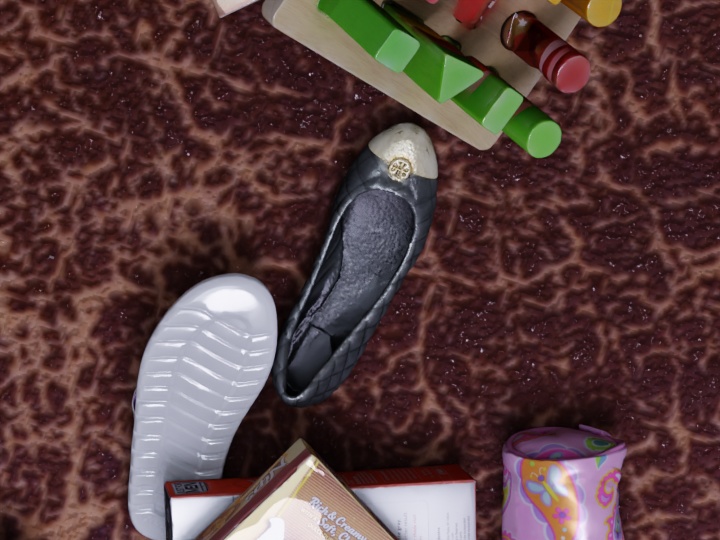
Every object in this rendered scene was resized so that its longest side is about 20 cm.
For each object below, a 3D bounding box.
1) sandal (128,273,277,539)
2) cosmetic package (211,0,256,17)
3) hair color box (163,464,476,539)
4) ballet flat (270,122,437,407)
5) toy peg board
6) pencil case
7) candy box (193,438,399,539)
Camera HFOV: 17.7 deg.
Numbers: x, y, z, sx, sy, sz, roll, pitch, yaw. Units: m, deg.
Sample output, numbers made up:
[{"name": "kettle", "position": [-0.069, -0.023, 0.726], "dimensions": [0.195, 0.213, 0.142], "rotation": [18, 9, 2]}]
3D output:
[{"name": "sandal", "position": [-0.113, 0.084, 1.519], "dimensions": [0.082, 0.050, 0.204], "rotation": [14, 114, -15]}, {"name": "cosmetic package", "position": [-0.088, -0.266, 1.432], "dimensions": [0.087, 0.103, 0.201], "rotation": [-23, 97, 8]}, {"name": "hair color box", "position": [-0.026, 0.185, 1.507], "dimensions": [0.199, 0.061, 0.102], "rotation": [-2, 96, -9]}, {"name": "ballet flat", "position": [0.000, 0.000, 1.496], "dimensions": [0.066, 0.057, 0.201], "rotation": [23, 100, -2]}, {"name": "toy peg board", "position": [0.083, -0.177, 1.392], "dimensions": [0.200, 0.098, 0.200], "rotation": [27, 102, -40]}, {"name": "pencil case", "position": [0.135, 0.204, 1.515], "dimensions": [0.087, 0.087, 0.201], "rotation": [-3, 100, 3]}, {"name": "candy box", "position": [-0.009, 0.218, 1.454], "dimensions": [0.115, 0.055, 0.200], "rotation": [-43, 101, -2]}]
